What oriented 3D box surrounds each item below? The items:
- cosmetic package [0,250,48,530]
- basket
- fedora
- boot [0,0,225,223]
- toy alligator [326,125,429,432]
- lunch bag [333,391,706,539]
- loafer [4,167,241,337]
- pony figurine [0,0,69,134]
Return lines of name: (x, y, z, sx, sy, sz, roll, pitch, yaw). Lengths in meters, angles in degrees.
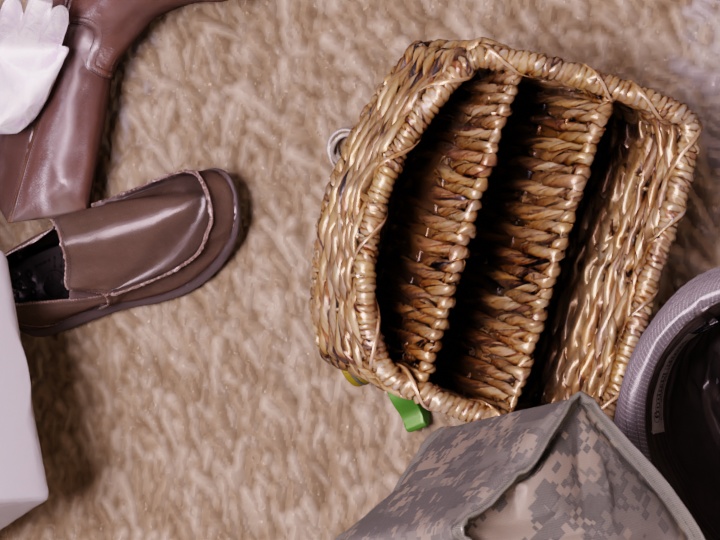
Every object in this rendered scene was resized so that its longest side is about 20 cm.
cosmetic package: (-0.322, 0.099, 1.161, 0.200, 0.166, 0.168, -35, 63, 51)
basket: (0.070, -0.021, 0.991, 0.149, 0.142, 0.201, 21, 93, 59)
fedora: (0.227, 0.093, 0.942, 0.177, 0.090, 0.200, -41, 73, 19)
boot: (-0.165, -0.117, 1.205, 0.186, 0.064, 0.201, 13, 85, 43)
toy alligator: (0.000, 0.000, 1.102, 0.059, 0.054, 0.201, -22, 72, 24)
lunch bag: (0.104, 0.174, 0.911, 0.200, 0.164, 0.118, 48, 66, -8)
loafer: (-0.166, -0.008, 1.185, 0.200, 0.071, 0.073, -27, 71, 23)
pony figurine: (-0.297, -0.115, 1.208, 0.200, 0.166, 0.194, 47, 123, 60)
